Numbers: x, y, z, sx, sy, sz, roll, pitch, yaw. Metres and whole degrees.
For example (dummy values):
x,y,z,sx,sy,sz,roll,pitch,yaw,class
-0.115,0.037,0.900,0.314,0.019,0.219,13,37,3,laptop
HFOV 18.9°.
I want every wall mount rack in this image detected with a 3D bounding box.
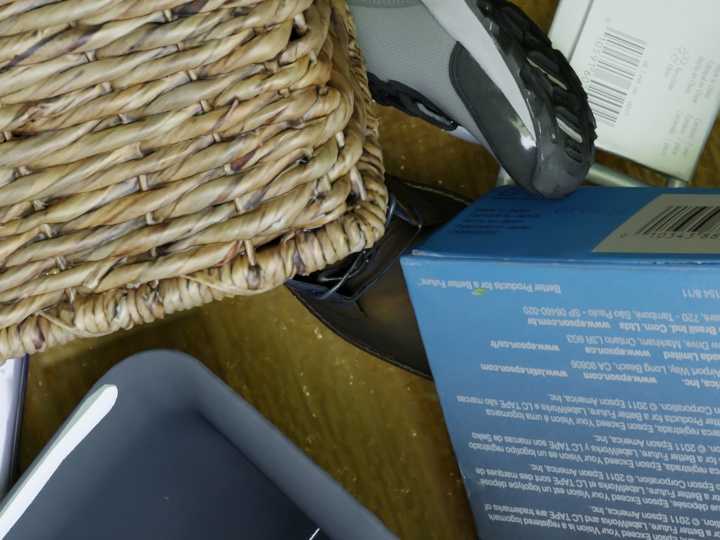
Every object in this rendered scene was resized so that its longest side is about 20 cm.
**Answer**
x,y,z,sx,sy,sz,roll,pitch,yaw,class
0.127,-0.079,0.787,0.174,0.075,0.200,21,93,-3,wall mount rack

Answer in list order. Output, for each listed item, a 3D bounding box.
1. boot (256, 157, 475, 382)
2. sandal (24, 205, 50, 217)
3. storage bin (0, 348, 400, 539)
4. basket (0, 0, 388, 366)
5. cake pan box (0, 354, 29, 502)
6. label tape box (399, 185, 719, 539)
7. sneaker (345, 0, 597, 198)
x,y,z,sx,sy,sz,roll,pitch,yaw,class
0.000,0.000,0.761,0.200,0.097,0.075,34,106,-6,boot
-0.207,-0.038,0.764,0.200,0.080,0.054,24,129,-15,sandal
-0.022,0.146,0.724,0.200,0.134,0.146,39,90,37,storage bin
-0.103,-0.064,0.684,0.200,0.143,0.149,-18,107,6,basket
-0.224,0.088,0.777,0.200,0.052,0.185,5,93,-6,cake pan box
0.108,0.074,0.716,0.063,0.144,0.200,-36,118,-43,label tape box
0.004,-0.082,0.740,0.079,0.074,0.200,-51,56,8,sneaker
